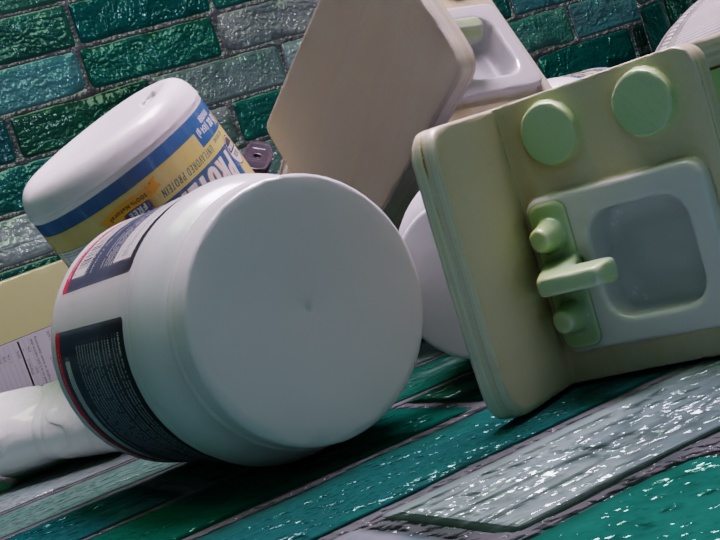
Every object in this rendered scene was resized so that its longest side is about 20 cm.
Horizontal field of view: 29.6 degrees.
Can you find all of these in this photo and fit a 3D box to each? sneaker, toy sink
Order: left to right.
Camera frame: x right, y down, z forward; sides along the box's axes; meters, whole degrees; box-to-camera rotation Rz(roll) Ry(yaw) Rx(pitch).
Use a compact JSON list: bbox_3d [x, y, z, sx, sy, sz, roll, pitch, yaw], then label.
[{"bbox_3d":[-0.211,0.090,0.999,0.114,0.075,0.200,-14,9,9],"label":"sneaker"},{"bbox_3d":[0.039,-0.120,0.892,0.111,0.131,0.201,-15,-29,-33],"label":"toy sink"},{"bbox_3d":[0.134,-0.030,0.618,0.111,0.132,0.199,-15,4,39],"label":"toy sink"}]

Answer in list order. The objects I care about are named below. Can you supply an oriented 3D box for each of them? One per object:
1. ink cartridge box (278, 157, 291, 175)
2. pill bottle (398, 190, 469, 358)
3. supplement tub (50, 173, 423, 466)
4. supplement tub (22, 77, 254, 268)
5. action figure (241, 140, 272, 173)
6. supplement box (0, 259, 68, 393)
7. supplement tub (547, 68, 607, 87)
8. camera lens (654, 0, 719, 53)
[{"bbox_3d":[0.024,-0.102,1.118,0.143,0.085,0.200,21,25,1],"label":"ink cartridge box"},{"bbox_3d":[0.081,-0.011,0.761,0.110,0.112,0.200,-17,3,18],"label":"pill bottle"},{"bbox_3d":[-0.069,0.028,0.699,0.139,0.142,0.199,-20,4,-29],"label":"supplement tub"},{"bbox_3d":[-0.124,-0.016,0.955,0.144,0.201,0.145,-32,18,12],"label":"supplement tub"},{"bbox_3d":[-0.111,0.000,1.093,0.128,0.202,0.070,1,29,-14],"label":"action figure"},{"bbox_3d":[-0.319,0.090,1.125,0.199,0.136,0.199,-23,4,-39],"label":"supplement box"},{"bbox_3d":[0.212,-0.111,1.266,0.143,0.146,0.200,-17,4,27],"label":"supplement tub"},{"bbox_3d":[0.256,-0.098,0.781,0.158,0.162,0.200,-19,3,-4],"label":"camera lens"}]
